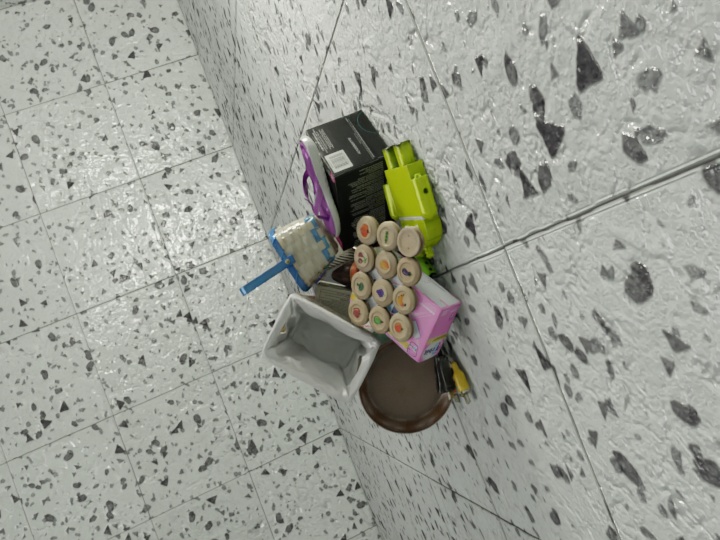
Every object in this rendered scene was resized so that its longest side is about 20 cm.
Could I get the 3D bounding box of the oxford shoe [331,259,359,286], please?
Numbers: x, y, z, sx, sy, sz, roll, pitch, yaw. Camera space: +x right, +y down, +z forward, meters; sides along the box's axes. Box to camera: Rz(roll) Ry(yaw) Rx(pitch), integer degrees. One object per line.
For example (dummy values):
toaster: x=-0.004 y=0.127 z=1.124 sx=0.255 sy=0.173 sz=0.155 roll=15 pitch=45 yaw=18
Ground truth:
oxford shoe: x=0.000 y=0.000 z=1.446 sx=0.199 sy=0.071 sz=0.073 roll=0 pitch=-90 yaw=-68

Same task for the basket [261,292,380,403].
basket: x=-0.075 y=0.142 z=1.287 sx=0.197 sy=0.138 sz=0.123 roll=28 pitch=-176 yaw=-4

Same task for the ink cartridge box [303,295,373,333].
ink cartridge box: x=-0.040 y=0.136 z=1.538 sx=0.198 sy=0.143 sz=0.086 roll=28 pitch=105 yaw=39

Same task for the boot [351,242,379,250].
boot: x=-0.005 y=-0.109 z=1.450 sx=0.199 sy=0.073 sz=0.099 roll=38 pitch=142 yaw=43

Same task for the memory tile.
memory tile: x=0.042 y=0.014 z=1.160 sx=0.151 sy=0.017 sz=0.206 roll=18 pitch=108 yaw=39

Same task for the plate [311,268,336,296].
plate: x=-0.071 y=0.014 z=1.683 sx=0.032 sy=0.200 sz=0.204 roll=3 pitch=121 yaw=33

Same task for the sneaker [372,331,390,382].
sneaker: x=0.085 y=0.210 z=1.394 sx=0.201 sy=0.118 sz=0.074 roll=46 pitch=164 yaw=-4

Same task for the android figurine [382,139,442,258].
android figurine: x=0.088 y=-0.120 z=1.150 sx=0.182 sy=0.040 sz=0.205 roll=-162 pitch=54 yaw=-73

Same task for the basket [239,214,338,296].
basket: x=-0.143 y=-0.018 z=1.315 sx=0.141 sy=0.197 sz=0.176 roll=61 pitch=-174 yaw=-6

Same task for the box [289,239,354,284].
box: x=-0.073 y=-0.039 z=1.550 sx=0.070 sy=0.196 sz=0.082 roll=66 pitch=158 yaw=1

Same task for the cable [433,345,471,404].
cable: x=0.164 y=0.162 z=1.286 sx=0.097 sy=0.049 sz=0.206 roll=145 pitch=114 yaw=-72

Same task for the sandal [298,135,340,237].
sandal: x=-0.087 y=-0.150 z=1.233 sx=0.083 sy=0.049 sz=0.207 roll=47 pitch=157 yaw=58

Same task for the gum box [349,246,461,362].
gum box: x=0.072 y=0.053 z=1.196 sx=0.199 sy=0.065 sz=0.116 roll=40 pitch=122 yaw=30

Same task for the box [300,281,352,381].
box: x=-0.063 y=0.133 z=1.388 sx=0.078 sy=0.092 sz=0.206 roll=-95 pitch=17 yaw=-84

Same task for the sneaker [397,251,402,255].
sneaker: x=0.076 y=0.058 z=1.366 sx=0.072 sy=0.081 sz=0.205 roll=-148 pitch=40 yaw=-68

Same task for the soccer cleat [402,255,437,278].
soccer cleat: x=0.098 y=0.061 z=1.266 sx=0.081 sy=0.066 sz=0.204 roll=49 pitch=142 yaw=40

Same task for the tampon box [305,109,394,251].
tampon box: x=-0.018 y=-0.174 z=1.302 sx=0.203 sy=0.124 sz=0.151 roll=86 pitch=158 yaw=-50

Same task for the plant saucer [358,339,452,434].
plant saucer: x=0.092 y=0.229 z=1.339 sx=0.032 sy=0.195 sz=0.205 roll=-99 pitch=-10 yaw=-79
